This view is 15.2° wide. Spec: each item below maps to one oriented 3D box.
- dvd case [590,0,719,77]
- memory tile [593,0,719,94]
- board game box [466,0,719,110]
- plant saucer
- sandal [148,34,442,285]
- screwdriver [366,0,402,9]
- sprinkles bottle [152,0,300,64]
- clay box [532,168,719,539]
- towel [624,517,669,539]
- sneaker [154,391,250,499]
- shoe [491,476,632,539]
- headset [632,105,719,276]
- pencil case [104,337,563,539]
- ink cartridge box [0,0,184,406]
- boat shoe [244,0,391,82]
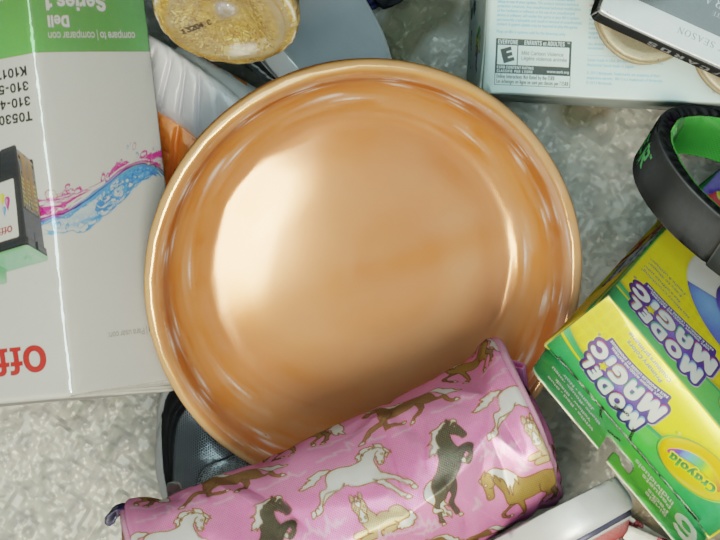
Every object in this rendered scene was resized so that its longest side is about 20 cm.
[{"bbox_3d":[0.213,-0.179,1.245,0.150,0.025,0.201,24,87,-2],"label":"dvd case"},{"bbox_3d":[0.204,-0.175,1.265,0.153,0.017,0.201,19,88,-3],"label":"memory tile"},{"bbox_3d":[0.130,-0.180,1.300,0.147,0.064,0.201,3,90,-3],"label":"board game box"},{"bbox_3d":[0.000,0.000,1.223,0.199,0.037,0.201,-2,105,-9],"label":"plant saucer"},{"bbox_3d":[-0.050,-0.042,1.284,0.206,0.059,0.079,34,109,3],"label":"sandal"},{"bbox_3d":[-0.023,-0.106,1.310,0.028,0.029,0.200,44,87,-1],"label":"screwdriver"},{"bbox_3d":[-0.047,-0.191,1.242,0.068,0.068,0.201,11,54,-2],"label":"sprinkles bottle"},{"bbox_3d":[0.159,0.039,1.235,0.115,0.200,0.048,49,122,-1],"label":"clay box"},{"bbox_3d":[0.172,0.230,1.316,0.200,0.023,0.144,33,90,0],"label":"towel"},{"bbox_3d":[-0.047,0.138,1.262,0.075,0.114,0.201,-17,90,-3],"label":"sneaker"},{"bbox_3d":[0.088,0.165,1.222,0.071,0.200,0.091,-22,76,-26],"label":"shoe"},{"bbox_3d":[0.222,-0.017,1.232,0.200,0.124,0.094,36,118,4],"label":"headset"},{"bbox_3d":[-0.008,0.102,1.183,0.199,0.083,0.087,-23,68,-3],"label":"pencil case"},{"bbox_3d":[-0.168,-0.036,1.244,0.144,0.084,0.201,-7,89,36],"label":"ink cartridge box"},{"bbox_3d":[-0.066,-0.139,1.289,0.200,0.066,0.070,47,47,2],"label":"boat shoe"}]
